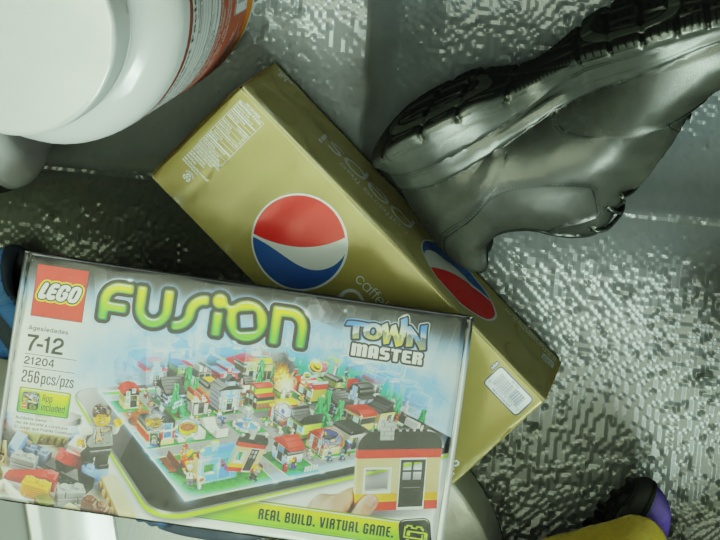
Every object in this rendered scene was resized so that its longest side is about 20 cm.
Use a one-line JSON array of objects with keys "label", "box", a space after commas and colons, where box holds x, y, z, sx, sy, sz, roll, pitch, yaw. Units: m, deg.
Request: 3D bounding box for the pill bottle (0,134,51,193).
[{"label": "pill bottle", "box": [-0.253, -0.072, 1.240, 0.199, 0.112, 0.112, -14, 100, 14]}]

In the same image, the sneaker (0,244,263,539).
[{"label": "sneaker", "box": [-0.111, 0.055, 1.233, 0.200, 0.066, 0.079, 31, 117, 31]}]

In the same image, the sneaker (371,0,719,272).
[{"label": "sneaker", "box": [0.108, -0.065, 1.198, 0.199, 0.076, 0.091, -23, 107, 22]}]

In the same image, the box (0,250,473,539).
[{"label": "box", "box": [-0.057, 0.059, 1.166, 0.199, 0.035, 0.111, 8, 89, -3]}]

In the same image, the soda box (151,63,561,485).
[{"label": "soda box", "box": [0.000, 0.000, 1.229, 0.064, 0.068, 0.200, -43, 92, 17]}]

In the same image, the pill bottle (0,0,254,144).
[{"label": "pill bottle", "box": [-0.120, -0.117, 1.156, 0.112, 0.200, 0.113, 3, 103, 11]}]

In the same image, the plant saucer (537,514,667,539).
[{"label": "plant saucer", "box": [0.074, 0.231, 1.217, 0.199, 0.048, 0.201, -18, 102, 22]}]

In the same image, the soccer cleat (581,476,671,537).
[{"label": "soccer cleat", "box": [0.108, 0.188, 1.254, 0.073, 0.068, 0.200, 28, 111, 3]}]

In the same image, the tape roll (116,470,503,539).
[{"label": "tape roll", "box": [-0.027, 0.155, 1.288, 0.202, 0.037, 0.204, 3, 103, 11]}]

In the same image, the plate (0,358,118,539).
[{"label": "plate", "box": [-0.184, 0.137, 1.264, 0.200, 0.032, 0.200, 6, 107, 46]}]
